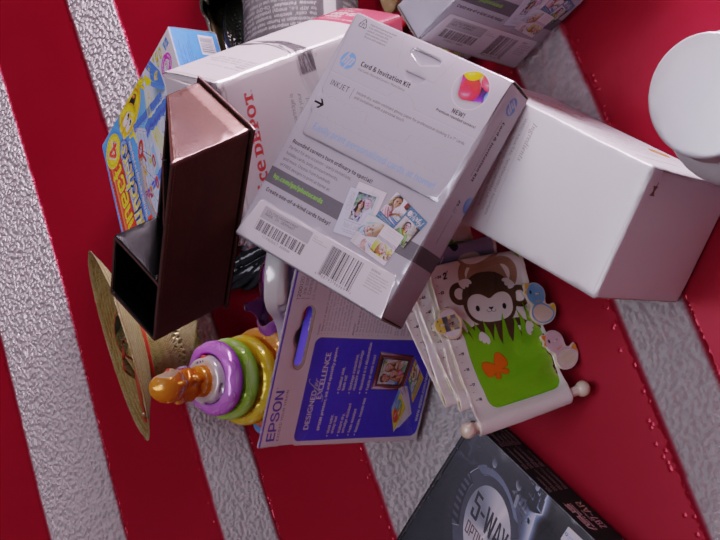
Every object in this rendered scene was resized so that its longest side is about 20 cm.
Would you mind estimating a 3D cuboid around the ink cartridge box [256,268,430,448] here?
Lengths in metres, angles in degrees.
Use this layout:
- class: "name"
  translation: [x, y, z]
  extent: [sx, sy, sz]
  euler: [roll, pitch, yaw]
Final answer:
- class: "ink cartridge box"
  translation: [-0.007, 0.053, 1.136]
  extent: [0.043, 0.199, 0.200]
  euler: [22, 102, 43]

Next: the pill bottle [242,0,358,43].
- class: "pill bottle"
  translation: [-0.056, -0.224, 1.234]
  extent: [0.112, 0.113, 0.202]
  euler: [-11, 76, 37]

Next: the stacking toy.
- class: "stacking toy"
  translation: [-0.124, 0.104, 1.228]
  extent: [0.115, 0.199, 0.111]
  euler: [-13, 81, 39]

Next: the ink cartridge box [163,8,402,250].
- class: "ink cartridge box"
  translation: [-0.054, -0.124, 1.099]
  extent: [0.084, 0.199, 0.147]
  euler: [19, 127, 45]

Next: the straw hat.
- class: "straw hat"
  translation: [-0.198, 0.064, 1.267]
  extent: [0.201, 0.084, 0.203]
  euler: [162, 90, -74]

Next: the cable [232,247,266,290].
- class: "cable"
  translation: [-0.107, -0.064, 1.325]
  extent: [0.163, 0.051, 0.201]
  euler: [34, 109, 28]

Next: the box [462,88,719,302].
- class: "box"
  translation: [0.165, -0.067, 1.038]
  extent: [0.199, 0.152, 0.107]
  euler: [33, 107, 35]

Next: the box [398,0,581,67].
- class: "box"
  translation: [0.146, -0.255, 1.049]
  extent: [0.200, 0.155, 0.041]
  euler: [-42, 66, 30]

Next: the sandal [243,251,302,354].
- class: "sandal"
  translation: [-0.077, 0.023, 1.139]
  extent: [0.049, 0.203, 0.083]
  euler: [7, 66, 3]

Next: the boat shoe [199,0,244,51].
- class: "boat shoe"
  translation: [-0.132, -0.279, 1.338]
  extent: [0.072, 0.060, 0.203]
  euler: [-29, 71, 34]

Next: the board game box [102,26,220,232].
- class: "board game box"
  translation: [-0.187, -0.105, 1.315]
  extent: [0.196, 0.055, 0.201]
  euler: [-48, 50, 44]

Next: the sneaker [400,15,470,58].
- class: "sneaker"
  translation: [0.041, -0.181, 1.179]
  extent: [0.078, 0.090, 0.201]
  euler: [40, 116, 29]

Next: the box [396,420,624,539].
- class: "box"
  translation: [0.134, 0.253, 1.119]
  extent: [0.200, 0.043, 0.161]
  euler: [44, 114, 31]

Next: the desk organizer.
- class: "desk organizer"
  translation: [-0.144, -0.044, 1.024]
  extent: [0.072, 0.077, 0.201]
  euler: [43, 141, 26]

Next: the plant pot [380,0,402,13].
- class: "plant pot"
  translation: [0.036, -0.332, 1.162]
  extent: [0.200, 0.027, 0.202]
  euler: [178, 90, -81]

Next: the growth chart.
- class: "growth chart"
  translation: [0.100, 0.040, 1.092]
  extent: [0.201, 0.144, 0.018]
  euler: [61, 158, 9]

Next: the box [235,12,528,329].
- class: "box"
  translation: [0.014, -0.080, 0.999]
  extent: [0.155, 0.041, 0.201]
  euler: [29, 91, 30]

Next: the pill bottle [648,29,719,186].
- class: "pill bottle"
  translation: [0.282, -0.111, 0.916]
  extent: [0.111, 0.199, 0.114]
  euler: [-2, 87, 38]
